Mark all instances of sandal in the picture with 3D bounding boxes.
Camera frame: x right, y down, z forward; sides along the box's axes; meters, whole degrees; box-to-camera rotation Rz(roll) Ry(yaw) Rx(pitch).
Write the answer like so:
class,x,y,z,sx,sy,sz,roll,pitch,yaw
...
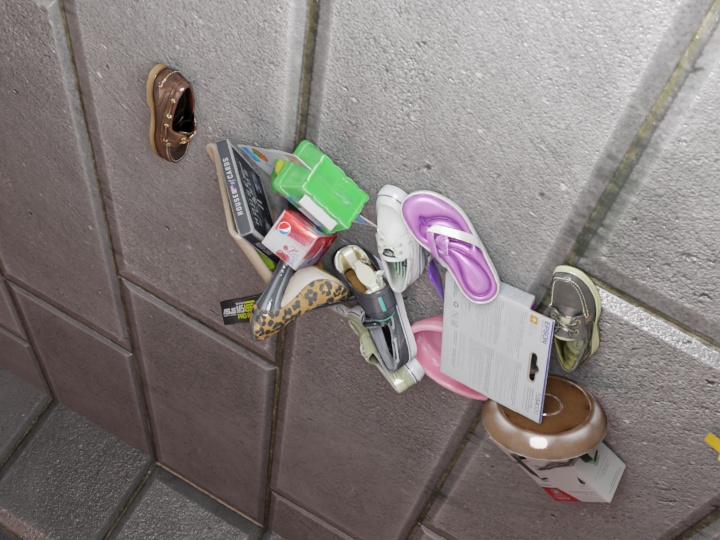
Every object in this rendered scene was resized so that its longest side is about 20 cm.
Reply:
class,x,y,z,sx,sy,sz,roll,pitch,yaw
sandal,0.136,-0.033,1.458,0.082,0.050,0.203,-38,103,20

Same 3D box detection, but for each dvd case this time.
class,x,y,z,sx,sy,sz,roll,pitch,yaw
dvd case,-0.168,-0.102,1.561,0.024,0.152,0.200,-18,167,5

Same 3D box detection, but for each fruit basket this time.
class,x,y,z,sx,sy,sz,roll,pitch,yaw
fruit basket,-0.087,-0.124,1.543,0.185,0.094,0.199,41,162,-32

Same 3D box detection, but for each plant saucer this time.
class,x,y,z,sx,sy,sz,roll,pitch,yaw
plant saucer,0.172,0.144,1.736,0.198,0.051,0.202,26,151,15
plant saucer,0.292,0.222,1.599,0.198,0.200,0.033,16,125,29

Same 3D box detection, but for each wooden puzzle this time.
class,x,y,z,sx,sy,sz,roll,pitch,yaw
wooden puzzle,-0.184,-0.088,1.630,0.185,0.037,0.202,61,-173,-58

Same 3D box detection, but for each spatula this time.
class,x,y,z,sx,sy,sz,roll,pitch,yaw
spatula,0.108,-0.039,1.534,0.020,0.057,0.202,-6,134,5

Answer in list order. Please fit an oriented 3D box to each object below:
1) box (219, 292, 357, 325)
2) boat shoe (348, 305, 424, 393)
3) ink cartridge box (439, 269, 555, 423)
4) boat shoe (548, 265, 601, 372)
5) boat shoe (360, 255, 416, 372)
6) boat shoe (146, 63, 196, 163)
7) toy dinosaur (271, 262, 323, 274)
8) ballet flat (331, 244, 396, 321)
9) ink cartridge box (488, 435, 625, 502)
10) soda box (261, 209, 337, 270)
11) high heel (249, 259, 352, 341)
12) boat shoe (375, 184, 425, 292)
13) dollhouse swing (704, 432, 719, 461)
class,x,y,z,sx,sy,sz,roll,pitch,yaw
box,-0.121,0.052,1.760,0.159,0.198,0.045,-11,91,52
boat shoe,0.032,0.137,1.794,0.200,0.062,0.072,43,161,37
ink cartridge box,0.214,0.112,1.559,0.198,0.043,0.199,25,130,32
boat shoe,0.309,0.077,1.472,0.071,0.066,0.202,17,147,29
boat shoe,0.031,0.074,1.695,0.071,0.068,0.203,-4,110,45
boat shoe,-0.295,-0.236,1.607,0.070,0.071,0.201,30,152,14
toy dinosaur,-0.156,-0.037,1.808,0.198,0.061,0.107,26,127,2
ballet flat,0.000,0.000,1.611,0.200,0.073,0.073,55,175,48
ink cartridge box,0.348,0.321,1.792,0.200,0.083,0.146,43,151,-18
soda box,-0.091,-0.049,1.568,0.070,0.064,0.200,37,-174,3
high heel,-0.098,0.062,1.655,0.071,0.144,0.199,31,-174,38
boat shoe,0.060,-0.041,1.547,0.073,0.067,0.201,15,146,30
dollhouse swing,0.637,0.273,1.474,0.199,0.176,0.182,37,110,-7
